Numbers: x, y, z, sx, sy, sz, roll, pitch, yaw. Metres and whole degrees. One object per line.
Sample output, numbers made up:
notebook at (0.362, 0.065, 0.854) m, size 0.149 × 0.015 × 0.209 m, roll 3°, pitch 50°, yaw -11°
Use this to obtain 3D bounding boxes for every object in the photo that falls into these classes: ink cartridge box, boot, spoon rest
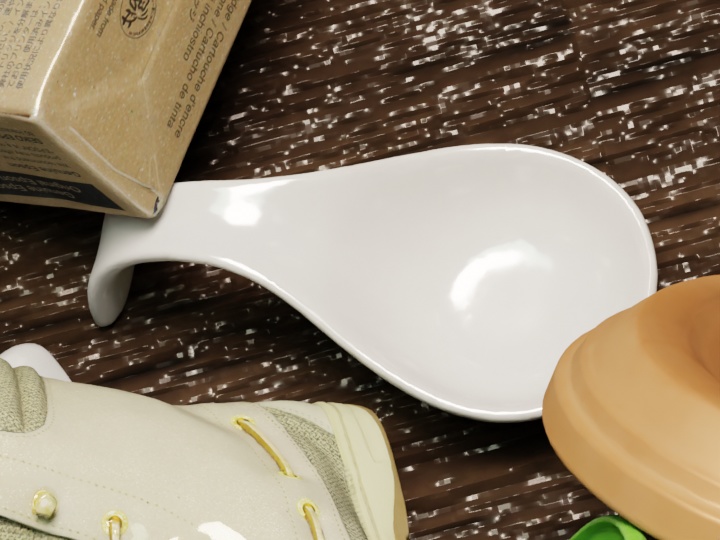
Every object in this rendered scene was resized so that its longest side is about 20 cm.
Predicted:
ink cartridge box at (-0.112, -0.125, 1.002) m, size 0.164 × 0.075 × 0.200 m, roll 7°, pitch 67°, yaw 40°
boot at (-0.057, 0.101, 0.852) m, size 0.154 × 0.072 × 0.200 m, roll 12°, pitch 32°, yaw -19°
spoon rest at (0.000, 0.000, 0.957) m, size 0.199 × 0.061 × 0.100 m, roll 4°, pitch 67°, yaw 15°

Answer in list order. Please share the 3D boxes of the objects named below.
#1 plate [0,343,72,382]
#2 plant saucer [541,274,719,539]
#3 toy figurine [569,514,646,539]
plate at (-0.140, 0.145, 0.922) m, size 0.199 × 0.032 × 0.200 m, roll -39°, pitch 60°, yaw 1°
plant saucer at (0.154, 0.046, 0.839) m, size 0.200 × 0.200 × 0.038 m, roll 18°, pitch 110°, yaw 19°
toy figurine at (0.126, 0.185, 0.789) m, size 0.184 × 0.150 × 0.200 m, roll 21°, pitch 33°, yaw -7°
